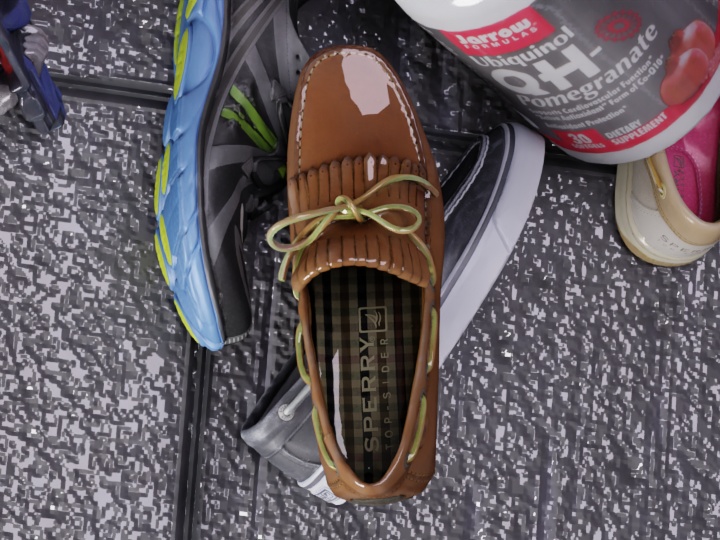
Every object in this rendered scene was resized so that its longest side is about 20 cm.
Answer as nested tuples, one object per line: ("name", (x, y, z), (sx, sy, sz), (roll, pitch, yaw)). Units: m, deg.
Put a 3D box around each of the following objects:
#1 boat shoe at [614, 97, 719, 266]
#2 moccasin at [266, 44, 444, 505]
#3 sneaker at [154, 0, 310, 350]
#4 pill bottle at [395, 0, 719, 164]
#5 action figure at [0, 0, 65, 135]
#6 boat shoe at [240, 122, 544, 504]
("boat shoe", (0.162, -0.105, 1.380), (0.074, 0.069, 0.200), (1, 81, -18))
("moccasin", (-0.002, 0.000, 1.243), (0.074, 0.078, 0.202), (2, 80, 4))
("sneaker", (-0.048, -0.062, 1.302), (0.083, 0.071, 0.200), (10, 75, -11))
("pill bottle", (0.077, -0.138, 1.273), (0.200, 0.111, 0.111), (37, 68, -45))
("action figure", (-0.205, -0.107, 1.214), (0.104, 0.194, 0.200), (-9, 128, 14))
("boat shoe", (0.013, 0.007, 1.316), (0.068, 0.072, 0.200), (34, 80, -12))
